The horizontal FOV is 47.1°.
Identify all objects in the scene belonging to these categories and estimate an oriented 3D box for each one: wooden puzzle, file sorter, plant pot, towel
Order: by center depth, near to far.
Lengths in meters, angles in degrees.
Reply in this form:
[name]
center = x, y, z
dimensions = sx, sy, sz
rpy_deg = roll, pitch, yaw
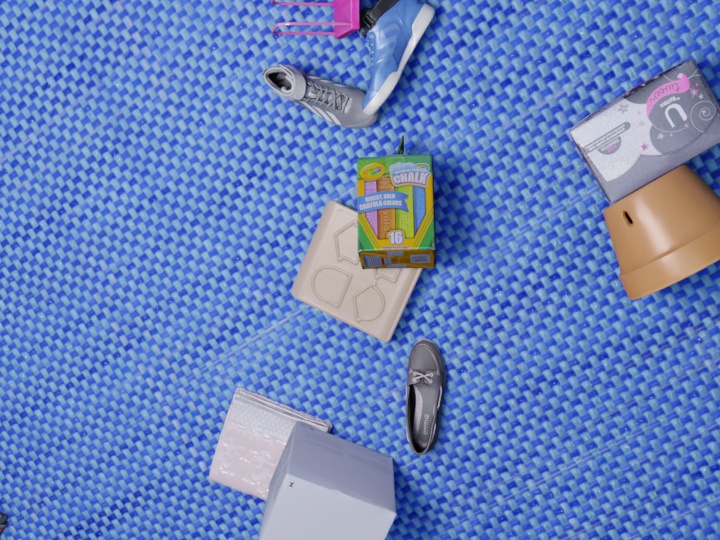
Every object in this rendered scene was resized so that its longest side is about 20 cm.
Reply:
[plant pot]
center = 0.458, -0.065, 1.230
dimensions = 0.200, 0.200, 0.140
rpy_deg = -30, 85, 16
[file sorter]
center = -0.077, -0.472, 1.287
dimensions = 0.125, 0.139, 0.201
rpy_deg = -3, 100, -12
[wooden puzzle]
center = 0.000, 0.000, 1.422
dimensions = 0.200, 0.046, 0.186
rpy_deg = 27, 104, 12
[towel]
center = -0.166, 0.335, 1.522
dimensions = 0.199, 0.032, 0.192
rpy_deg = 19, 103, 10

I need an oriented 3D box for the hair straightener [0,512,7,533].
[hair straightener]
center = -0.787, 0.554, 1.693
dimensions = 0.077, 0.041, 0.200
rpy_deg = 33, 105, 5

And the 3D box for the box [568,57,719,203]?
[box]
center = 0.433, -0.210, 1.249
dimensions = 0.200, 0.115, 0.132
rpy_deg = -31, 92, 15

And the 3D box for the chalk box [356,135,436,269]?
[chalk box]
center = 0.057, -0.112, 1.324
dimensions = 0.123, 0.125, 0.201
rpy_deg = -2, 76, 4

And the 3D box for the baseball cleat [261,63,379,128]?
[baseball cleat]
center = -0.069, -0.282, 1.354
dimensions = 0.199, 0.106, 0.070
rpy_deg = 20, 104, 9

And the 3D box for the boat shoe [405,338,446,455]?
[boat shoe]
center = 0.111, 0.221, 1.425
dimensions = 0.067, 0.057, 0.201
rpy_deg = 3, 100, 12

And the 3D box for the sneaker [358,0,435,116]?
[sneaker]
center = 0.025, -0.356, 1.320
dimensions = 0.111, 0.077, 0.200
rpy_deg = 29, 94, -6

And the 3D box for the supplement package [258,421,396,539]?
[supplement package]
center = -0.054, 0.389, 1.398
dimensions = 0.191, 0.200, 0.147
rpy_deg = 21, 103, -5
